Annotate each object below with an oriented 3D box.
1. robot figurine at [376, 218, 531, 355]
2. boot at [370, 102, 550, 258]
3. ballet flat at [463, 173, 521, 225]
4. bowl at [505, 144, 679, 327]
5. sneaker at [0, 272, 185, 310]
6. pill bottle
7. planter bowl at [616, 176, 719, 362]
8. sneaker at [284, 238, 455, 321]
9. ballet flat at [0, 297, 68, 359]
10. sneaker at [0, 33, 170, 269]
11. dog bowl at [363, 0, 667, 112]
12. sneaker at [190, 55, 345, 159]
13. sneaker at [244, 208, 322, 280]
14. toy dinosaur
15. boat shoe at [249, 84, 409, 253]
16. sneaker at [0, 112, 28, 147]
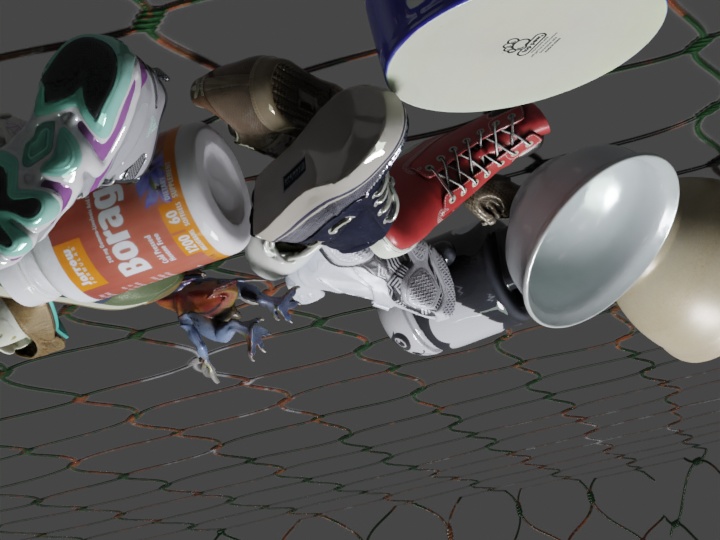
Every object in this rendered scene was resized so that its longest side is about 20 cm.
[{"bbox_3d":[0.112,0.019,1.522,0.199,0.151,0.125,-21,-161,26],"label":"robot figurine"},{"bbox_3d":[0.082,-0.087,1.171,0.144,0.073,0.200,-25,-167,31],"label":"boot"},{"bbox_3d":[0.179,-0.064,1.445,0.200,0.047,0.067,6,156,-45],"label":"ballet flat"},{"bbox_3d":[0.210,-0.049,1.376,0.201,0.090,0.202,-26,139,-25],"label":"bowl"},{"bbox_3d":[-0.242,-0.007,1.286,0.200,0.067,0.090,1,163,-31],"label":"sneaker"},{"bbox_3d":[-0.198,-0.039,1.145,0.199,0.113,0.112,-19,162,17],"label":"pill bottle"},{"bbox_3d":[0.338,-0.018,1.503,0.134,0.201,0.200,25,147,-22],"label":"planter bowl"},{"bbox_3d":[0.000,0.000,1.419,0.200,0.075,0.115,33,143,-33],"label":"sneaker"},{"bbox_3d":[-0.338,0.051,1.399,0.072,0.068,0.200,-31,172,-14],"label":"ballet flat"},{"bbox_3d":[-0.205,-0.070,1.012,0.200,0.078,0.140,-48,164,9],"label":"sneaker"},{"bbox_3d":[0.104,-0.186,0.954,0.199,0.079,0.200,-12,162,-4],"label":"dog bowl"},{"bbox_3d":[-0.061,-0.120,1.100,0.075,0.071,0.200,1,165,22],"label":"sneaker"},{"bbox_3d":[-0.067,-0.038,1.281,0.073,0.071,0.200,31,144,-4],"label":"sneaker"},{"bbox_3d":[-0.149,0.020,1.378,0.181,0.105,0.200,18,153,32],"label":"toy dinosaur"},{"bbox_3d":[0.000,-0.071,1.033,0.092,0.075,0.200,12,157,-29],"label":"boat shoe"},{"bbox_3d":[-0.287,-0.095,1.014,0.099,0.075,0.200,-32,163,-4],"label":"sneaker"}]
